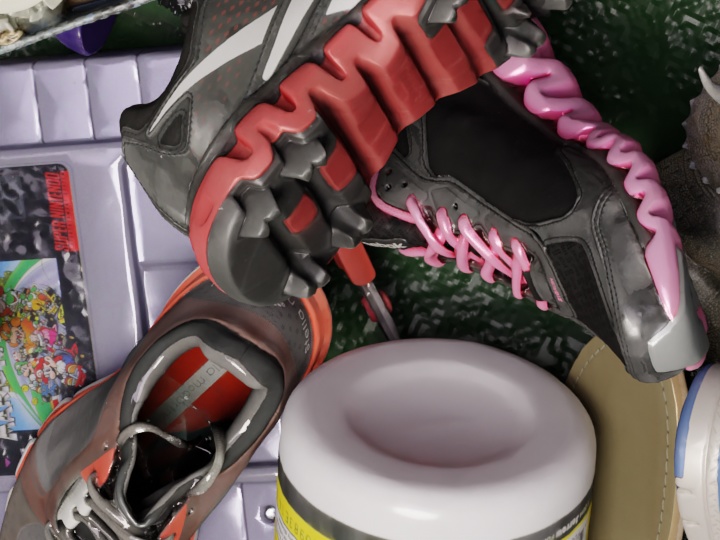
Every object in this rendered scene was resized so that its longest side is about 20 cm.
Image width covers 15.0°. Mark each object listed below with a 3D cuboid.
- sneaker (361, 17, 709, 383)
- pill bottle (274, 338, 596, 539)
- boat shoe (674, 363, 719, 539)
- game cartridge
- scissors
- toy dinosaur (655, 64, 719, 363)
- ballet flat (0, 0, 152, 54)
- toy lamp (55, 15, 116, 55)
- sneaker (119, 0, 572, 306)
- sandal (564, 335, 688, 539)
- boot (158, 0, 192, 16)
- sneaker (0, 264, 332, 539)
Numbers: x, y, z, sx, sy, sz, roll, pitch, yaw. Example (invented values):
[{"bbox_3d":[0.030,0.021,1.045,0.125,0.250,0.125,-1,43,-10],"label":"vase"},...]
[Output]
[{"bbox_3d":[0.047,-0.020,0.927,0.095,0.200,0.079,-25,131,-7],"label":"sneaker"},{"bbox_3d":[0.022,0.135,0.997,0.112,0.112,0.200,10,120,11],"label":"pill bottle"},{"bbox_3d":[0.162,0.106,0.937,0.072,0.200,0.072,9,63,26],"label":"boat shoe"},{"bbox_3d":[-0.093,0.015,1.050,0.129,0.038,0.201,-4,102,10],"label":"game cartridge"},{"bbox_3d":[0.000,0.000,1.019,0.014,0.073,0.200,-32,125,-6],"label":"scissors"},{"bbox_3d":[0.133,-0.010,0.976,0.102,0.077,0.200,42,139,2],"label":"toy dinosaur"},{"bbox_3d":[-0.072,-0.119,0.932,0.200,0.074,0.074,-21,97,19],"label":"ballet flat"},{"bbox_3d":[-0.190,-0.128,1.026,0.199,0.058,0.058,13,106,11],"label":"toy lamp"},{"bbox_3d":[-0.003,-0.084,0.911,0.098,0.071,0.200,34,75,34],"label":"sneaker"},{"bbox_3d":[0.115,0.100,1.002,0.069,0.078,0.212,-12,127,-24],"label":"sandal"},{"bbox_3d":[-0.050,-0.197,0.974,0.162,0.073,0.198,-40,90,24],"label":"boot"},{"bbox_3d":[-0.087,0.077,1.000,0.077,0.082,0.200,33,118,-2],"label":"sneaker"}]
